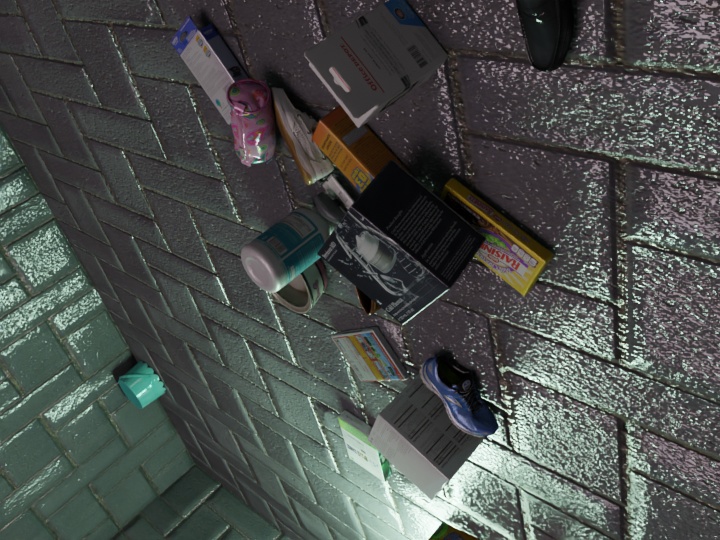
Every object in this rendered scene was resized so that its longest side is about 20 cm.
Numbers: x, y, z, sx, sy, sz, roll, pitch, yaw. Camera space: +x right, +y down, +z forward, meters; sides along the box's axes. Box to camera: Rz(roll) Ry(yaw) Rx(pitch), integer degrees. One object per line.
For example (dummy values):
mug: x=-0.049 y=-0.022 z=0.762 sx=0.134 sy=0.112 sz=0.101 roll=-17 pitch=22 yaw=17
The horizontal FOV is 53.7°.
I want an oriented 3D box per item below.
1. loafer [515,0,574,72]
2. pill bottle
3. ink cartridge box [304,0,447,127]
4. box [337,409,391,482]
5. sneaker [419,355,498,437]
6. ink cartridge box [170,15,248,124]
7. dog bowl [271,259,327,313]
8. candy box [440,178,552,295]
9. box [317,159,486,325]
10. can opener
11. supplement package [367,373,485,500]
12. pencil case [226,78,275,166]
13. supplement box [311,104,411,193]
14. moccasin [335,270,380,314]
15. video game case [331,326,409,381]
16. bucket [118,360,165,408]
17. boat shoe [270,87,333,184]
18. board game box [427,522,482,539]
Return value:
loafer: x=0.203 y=-0.321 z=0.820 sx=0.068 sy=0.070 sz=0.201 roll=23 pitch=141 yaw=38
pill bottle: x=-0.136 y=-0.052 z=1.443 sx=0.111 sy=0.200 sz=0.111 roll=34 pitch=146 yaw=27
ink cartridge box: x=0.013 y=-0.283 z=0.987 sx=0.116 sy=0.200 sz=0.068 roll=51 pitch=150 yaw=-2
box: x=0.013 y=0.500 z=2.025 sx=0.144 sy=0.036 sz=0.201 roll=26 pitch=143 yaw=36
sneaker: x=0.206 y=0.255 z=1.451 sx=0.200 sy=0.078 sz=0.089 roll=46 pitch=152 yaw=7
ink cartridge box: x=-0.289 y=-0.401 z=1.419 sx=0.200 sy=0.042 sz=0.119 roll=53 pitch=149 yaw=-11
dog bowl: x=-0.160 y=0.000 z=1.659 sx=0.200 sy=0.074 sz=0.201 roll=34 pitch=147 yaw=26
candy box: x=0.207 y=-0.053 z=1.144 sx=0.200 sy=0.026 sz=0.102 roll=40 pitch=152 yaw=17
box: x=0.061 y=-0.040 z=1.165 sx=0.196 sy=0.124 sz=0.200 roll=41 pitch=152 yaw=0
can opener: x=-0.086 y=-0.179 z=1.368 sx=0.200 sy=0.067 sz=0.053 roll=50 pitch=149 yaw=0
supplement package: x=0.146 y=0.369 z=1.584 sx=0.200 sy=0.151 sz=0.152 roll=41 pitch=148 yaw=16
pencil case: x=-0.209 y=-0.281 z=1.371 sx=0.087 sy=0.087 sz=0.200 roll=43 pitch=160 yaw=11
supplement box: x=0.009 y=-0.188 z=1.233 sx=0.200 sy=0.069 sz=0.067 roll=45 pitch=152 yaw=3
moccasin: x=-0.001 y=0.000 z=1.442 sx=0.073 sy=0.078 sz=0.202 roll=19 pitch=138 yaw=41
video game case: x=0.020 y=0.203 z=1.701 sx=0.143 sy=0.017 sz=0.200 roll=57 pitch=150 yaw=-11
bucket: x=-1.040 y=0.545 z=3.378 sx=0.207 sy=0.135 sz=0.208 roll=32 pitch=144 yaw=27
boat shoe: x=-0.107 y=-0.256 z=1.317 sx=0.071 sy=0.069 sz=0.201 roll=99 pitch=147 yaw=-76
board game box: x=0.265 y=0.844 z=1.904 sx=0.199 sy=0.200 sz=0.200 roll=4 pitch=127 yaw=52
